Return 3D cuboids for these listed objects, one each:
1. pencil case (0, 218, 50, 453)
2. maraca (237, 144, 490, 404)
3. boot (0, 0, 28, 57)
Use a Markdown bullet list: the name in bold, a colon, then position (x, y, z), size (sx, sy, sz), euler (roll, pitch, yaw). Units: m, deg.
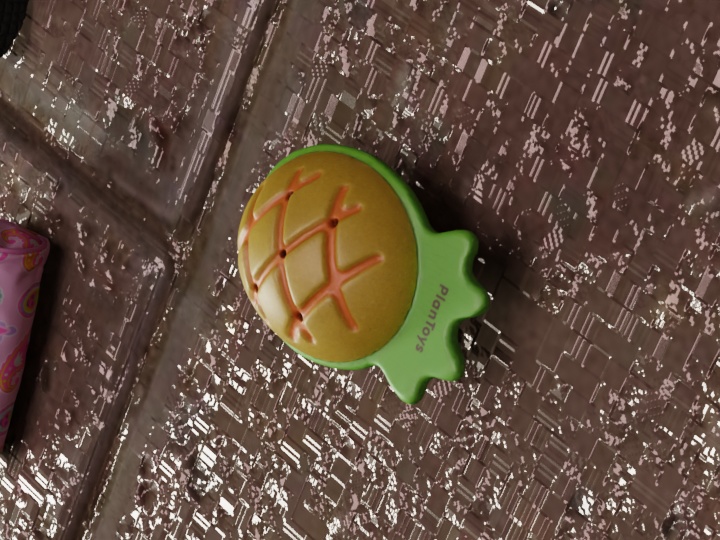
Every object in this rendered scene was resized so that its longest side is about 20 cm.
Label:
- **pencil case**: position (-0.292, 0.058, 1.758), size (0.087, 0.087, 0.200), euler (31, 111, 38)
- **maraca**: position (0.000, 0.000, 1.465), size (0.200, 0.107, 0.137), euler (32, 112, 37)
- **boot**: position (-0.310, -0.248, 1.780), size (0.131, 0.068, 0.200), euler (1, 85, 48)
